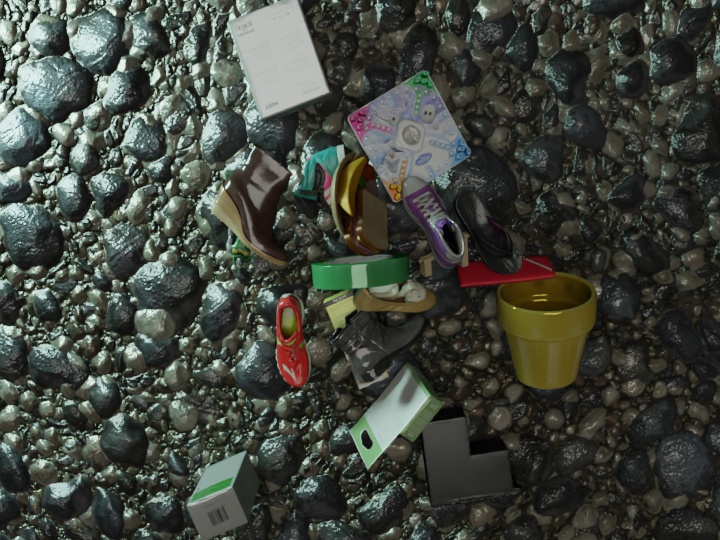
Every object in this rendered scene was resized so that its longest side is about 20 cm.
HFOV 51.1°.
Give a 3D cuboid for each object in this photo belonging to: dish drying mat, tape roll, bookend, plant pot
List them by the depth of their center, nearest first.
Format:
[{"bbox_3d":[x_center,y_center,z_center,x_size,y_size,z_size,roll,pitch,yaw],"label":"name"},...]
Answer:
[{"bbox_3d":[0.000,0.000,1.511,0.195,0.200,0.049,-6,97,2],"label":"tape roll"},{"bbox_3d":[0.377,0.127,1.533,0.196,0.201,0.193,-5,112,1],"label":"plant pot"},{"bbox_3d":[0.301,0.000,1.570,0.195,0.077,0.019,-5,126,1],"label":"dish drying mat"},{"bbox_3d":[0.229,0.379,1.606,0.194,0.092,0.205,-9,95,0],"label":"bookend"}]

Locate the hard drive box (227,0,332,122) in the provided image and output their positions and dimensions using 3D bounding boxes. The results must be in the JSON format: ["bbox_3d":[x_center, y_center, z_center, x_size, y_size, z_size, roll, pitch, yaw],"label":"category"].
[{"bbox_3d":[-0.161,-0.425,1.526,0.153,0.077,0.204,-19,96,3],"label":"hard drive box"}]

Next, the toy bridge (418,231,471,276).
[{"bbox_3d":[0.208,-0.042,1.547,0.196,0.027,0.069,-14,115,-18],"label":"toy bridge"}]

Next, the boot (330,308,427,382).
[{"bbox_3d":[0.042,0.121,1.555,0.199,0.070,0.133,-41,97,-28],"label":"boot"}]

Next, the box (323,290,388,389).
[{"bbox_3d":[-0.008,0.143,1.603,0.074,0.050,0.203,-23,95,3],"label":"box"}]

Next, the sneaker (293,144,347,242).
[{"bbox_3d":[-0.076,-0.150,1.554,0.118,0.084,0.205,-6,101,5],"label":"sneaker"}]

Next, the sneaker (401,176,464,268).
[{"bbox_3d":[0.148,-0.108,1.469,0.072,0.114,0.203,-30,82,-7],"label":"sneaker"}]

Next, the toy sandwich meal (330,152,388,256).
[{"bbox_3d":[0.009,-0.135,1.501,0.069,0.204,0.210,-1,98,29],"label":"toy sandwich meal"}]

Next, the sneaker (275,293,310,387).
[{"bbox_3d":[-0.151,0.153,1.589,0.075,0.085,0.205,-7,96,2],"label":"sneaker"}]

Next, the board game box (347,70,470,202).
[{"bbox_3d":[0.104,-0.277,1.542,0.198,0.026,0.202,-32,96,-9],"label":"board game box"}]

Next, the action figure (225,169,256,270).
[{"bbox_3d":[-0.240,-0.100,1.579,0.115,0.055,0.205,10,101,-3],"label":"action figure"}]

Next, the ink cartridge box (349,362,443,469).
[{"bbox_3d":[0.072,0.308,1.572,0.048,0.146,0.201,35,97,-26],"label":"ink cartridge box"}]

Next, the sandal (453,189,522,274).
[{"bbox_3d":[0.259,-0.071,1.515,0.075,0.048,0.201,-41,102,-10],"label":"sandal"}]

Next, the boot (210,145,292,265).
[{"bbox_3d":[-0.187,-0.128,1.511,0.199,0.072,0.167,40,98,-1],"label":"boot"}]

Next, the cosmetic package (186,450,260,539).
[{"bbox_3d":[-0.281,0.466,1.569,0.106,0.200,0.086,-23,98,1],"label":"cosmetic package"}]

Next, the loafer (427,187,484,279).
[{"bbox_3d":[0.192,-0.079,1.578,0.071,0.063,0.203,22,102,-33],"label":"loafer"}]

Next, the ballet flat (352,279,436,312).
[{"bbox_3d":[0.080,0.050,1.545,0.196,0.069,0.064,-4,142,-28],"label":"ballet flat"}]
